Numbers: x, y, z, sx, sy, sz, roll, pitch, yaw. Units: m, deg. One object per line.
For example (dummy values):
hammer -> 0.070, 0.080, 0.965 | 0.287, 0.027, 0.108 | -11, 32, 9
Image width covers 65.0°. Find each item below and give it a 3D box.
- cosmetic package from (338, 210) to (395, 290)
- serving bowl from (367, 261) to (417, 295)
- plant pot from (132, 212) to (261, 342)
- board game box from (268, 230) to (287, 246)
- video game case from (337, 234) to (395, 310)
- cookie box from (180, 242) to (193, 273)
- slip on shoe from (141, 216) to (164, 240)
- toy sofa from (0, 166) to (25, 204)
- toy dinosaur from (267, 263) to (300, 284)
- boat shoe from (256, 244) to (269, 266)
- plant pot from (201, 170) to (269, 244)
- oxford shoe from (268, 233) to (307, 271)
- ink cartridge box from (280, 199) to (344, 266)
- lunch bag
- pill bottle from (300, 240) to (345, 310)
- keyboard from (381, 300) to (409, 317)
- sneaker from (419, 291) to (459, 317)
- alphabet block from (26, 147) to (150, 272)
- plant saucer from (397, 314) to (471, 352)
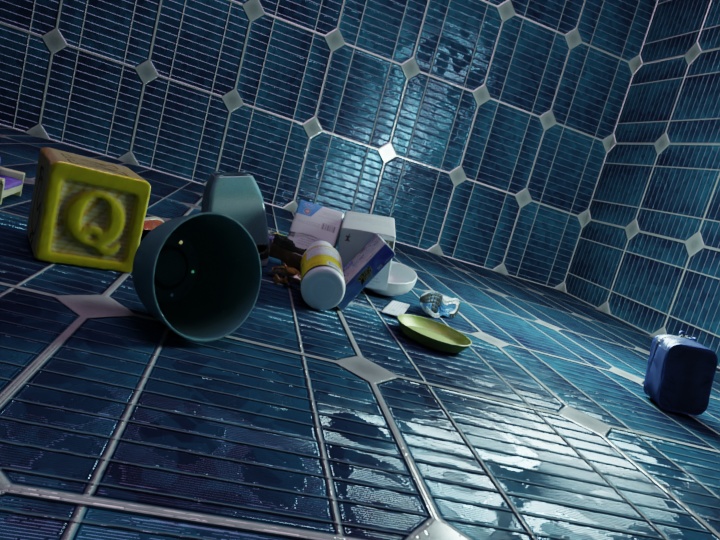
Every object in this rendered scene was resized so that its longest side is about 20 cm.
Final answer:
cosmetic package -> 0.016, -0.064, 1.698 | 0.159, 0.171, 0.201 | 8, 20, 1
serving bowl -> 0.081, 0.031, 1.812 | 0.193, 0.068, 0.201 | 9, 21, -3
plant pot -> -0.292, 0.004, 0.959 | 0.158, 0.208, 0.197 | 7, 0, 45
board game box -> -0.248, -0.079, 1.928 | 0.194, 0.059, 0.165 | 17, 8, -2
video game case -> 0.000, 0.000, 1.501 | 0.045, 0.200, 0.182 | 44, 4, -12
cookie box -> -0.377, -0.034, 1.356 | 0.168, 0.078, 0.197 | 25, 13, 36
slip on shoe -> -0.562, -0.101, 1.476 | 0.062, 0.073, 0.200 | 52, 7, 5
toy sofa -> -0.927, -0.236, 1.445 | 0.080, 0.101, 0.200 | 13, 9, -20
toy dinosaur -> -0.174, 0.016, 1.502 | 0.196, 0.062, 0.105 | 23, 9, 28
boat shoe -> -0.315, -0.049, 1.589 | 0.068, 0.068, 0.199 | 20, 9, 23
plant pot -> -0.394, -0.197, 1.741 | 0.189, 0.207, 0.196 | -6, 17, -21
oxford shoe -> -0.165, -0.021, 1.579 | 0.195, 0.086, 0.073 | 27, 3, -7
ink cartridge box -> -0.143, -0.086, 1.685 | 0.140, 0.206, 0.084 | 16, -24, -1
lunch bag -> 0.842, 0.265, 1.505 | 0.131, 0.207, 0.132 | 12, 6, 5
pill bottle -> -0.097, 0.003, 1.423 | 0.108, 0.115, 0.201 | 14, 23, -13
keyboard -> 0.104, 0.109, 1.630 | 0.055, 0.011, 0.200 | 19, 9, 10
sneaker -> 0.225, 0.104, 1.745 | 0.085, 0.078, 0.198 | 15, -2, 38
alphabet block -> -0.570, -0.128, 1.181 | 0.192, 0.202, 0.198 | 7, 12, -37
plant saucer -> 0.181, 0.160, 1.412 | 0.194, 0.032, 0.200 | 17, 8, -3
